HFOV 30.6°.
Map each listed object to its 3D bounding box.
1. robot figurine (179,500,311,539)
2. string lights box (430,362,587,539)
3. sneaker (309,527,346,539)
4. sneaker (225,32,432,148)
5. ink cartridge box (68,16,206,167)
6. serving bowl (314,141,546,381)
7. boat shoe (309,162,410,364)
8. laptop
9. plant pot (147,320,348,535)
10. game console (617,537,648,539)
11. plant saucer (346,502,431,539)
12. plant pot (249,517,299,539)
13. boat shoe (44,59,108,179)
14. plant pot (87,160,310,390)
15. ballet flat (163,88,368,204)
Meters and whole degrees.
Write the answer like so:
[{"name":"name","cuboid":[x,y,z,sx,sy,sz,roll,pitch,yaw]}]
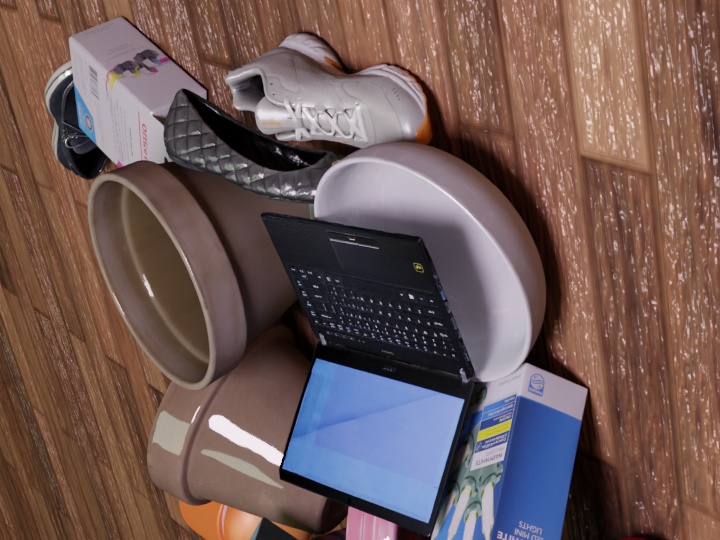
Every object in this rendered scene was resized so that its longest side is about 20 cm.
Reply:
[{"name":"robot figurine","cuboid":[-0.127,0.263,1.469,0.199,0.144,0.117,17,145,52]},{"name":"string lights box","cuboid":[0.101,0.180,0.962,0.058,0.202,0.103,22,155,-17]},{"name":"sneaker","cuboid":[-0.033,0.284,1.257,0.082,0.197,0.071,-160,69,-65]},{"name":"sneaker","cuboid":[-0.028,-0.121,1.019,0.199,0.091,0.077,28,136,45]},{"name":"ink cartridge box","cuboid":[-0.210,-0.150,1.314,0.200,0.067,0.116,43,145,33]},{"name":"serving bowl","cuboid":[0.060,-0.016,0.971,0.199,0.066,0.201,33,147,24]},{"name":"boat shoe","cuboid":[0.000,0.000,1.109,0.060,0.072,0.204,-9,97,14]},{"name":"laptop","cuboid":[-0.012,0.073,0.998,0.176,0.103,0.202,11,134,44]},{"name":"plant pot","cuboid":[-0.080,0.165,1.267,0.173,0.200,0.202,29,139,20]},{"name":"game console","cuboid":[0.178,0.312,0.974,0.199,0.031,0.178,-35,83,18]},{"name":"plant saucer","cuboid":[0.031,0.220,1.105,0.050,0.201,0.203,0,121,17]},{"name":"plant pot","cuboid":[-0.037,0.340,1.126,0.198,0.143,0.141,28,-168,-3]},{"name":"boat shoe","cuboid":[-0.306,-0.168,1.456,0.062,0.074,0.201,48,153,14]},{"name":"plant pot","cuboid":[-0.117,-0.022,1.160,0.199,0.172,0.202,38,142,37]},{"name":"ballet flat","cuboid":[-0.078,-0.096,1.058,0.198,0.066,0.058,18,116,23]}]
